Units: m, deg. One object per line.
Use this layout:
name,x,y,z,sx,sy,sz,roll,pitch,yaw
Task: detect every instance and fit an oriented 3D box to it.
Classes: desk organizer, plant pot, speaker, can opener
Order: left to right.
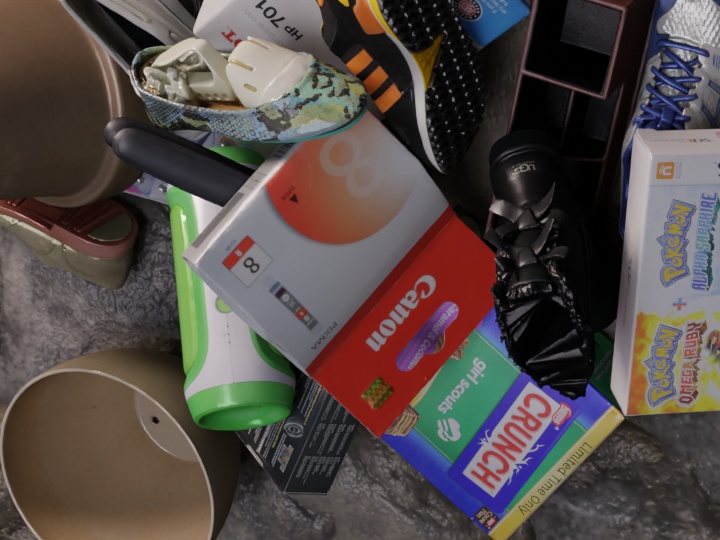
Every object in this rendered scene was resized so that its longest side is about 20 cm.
plant pot,-0.282,-0.130,1.498,0.200,0.174,0.201,18,118,38
plant pot,-0.177,0.144,1.620,0.200,0.134,0.201,11,118,23
speaker,-0.097,0.013,1.460,0.088,0.088,0.201,-19,68,32
can opener,-0.090,-0.056,1.375,0.063,0.200,0.079,26,89,58
desk organizer,0.147,-0.113,1.371,0.072,0.077,0.201,20,120,18

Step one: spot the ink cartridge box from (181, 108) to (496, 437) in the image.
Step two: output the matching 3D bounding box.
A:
ink cartridge box,0.000,0.000,1.358,0.200,0.050,0.162,43,84,-15

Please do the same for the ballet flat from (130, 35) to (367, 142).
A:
ballet flat,-0.084,-0.127,1.331,0.199,0.074,0.075,3,114,41

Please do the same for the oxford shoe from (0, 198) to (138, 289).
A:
oxford shoe,-0.276,-0.043,1.626,0.200,0.071,0.074,29,137,19

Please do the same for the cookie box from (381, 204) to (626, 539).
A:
cookie box,0.091,0.081,1.490,0.200,0.075,0.171,41,125,4

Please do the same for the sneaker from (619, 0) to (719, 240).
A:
sneaker,0.219,-0.106,1.332,0.075,0.088,0.201,13,117,23

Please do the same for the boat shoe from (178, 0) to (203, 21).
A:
boat shoe,-0.171,-0.261,1.458,0.067,0.057,0.201,-21,93,25

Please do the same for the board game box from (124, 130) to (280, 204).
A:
board game box,-0.138,-0.136,1.537,0.199,0.026,0.201,16,119,20

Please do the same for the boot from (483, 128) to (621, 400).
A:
boot,0.135,0.018,1.324,0.073,0.163,0.199,-16,131,14

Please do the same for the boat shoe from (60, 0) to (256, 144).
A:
boat shoe,-0.141,-0.154,1.441,0.072,0.066,0.200,-14,129,40

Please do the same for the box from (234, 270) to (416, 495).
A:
box,-0.043,0.044,1.492,0.160,0.043,0.201,46,121,45

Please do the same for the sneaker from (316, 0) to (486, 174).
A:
sneaker,0.020,-0.150,1.321,0.090,0.070,0.200,19,151,33

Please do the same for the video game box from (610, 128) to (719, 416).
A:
video game box,0.268,0.000,1.327,0.181,0.047,0.201,-2,117,-6

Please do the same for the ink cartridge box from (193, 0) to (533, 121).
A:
ink cartridge box,0.004,-0.195,1.374,0.146,0.086,0.200,40,125,-23
